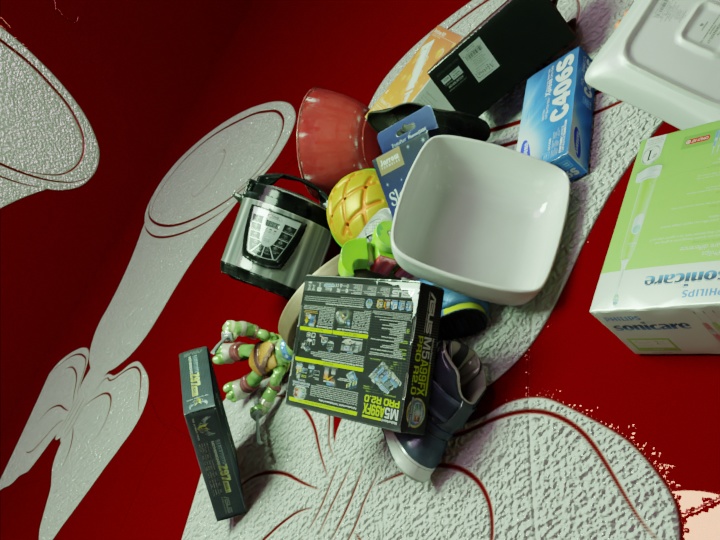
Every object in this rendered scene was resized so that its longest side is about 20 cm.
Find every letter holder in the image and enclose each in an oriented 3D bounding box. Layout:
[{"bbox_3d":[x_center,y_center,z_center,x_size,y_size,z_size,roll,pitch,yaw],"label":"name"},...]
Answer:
[{"bbox_3d":[0.213,-0.334,1.220,0.199,0.101,0.143,-36,11,28],"label":"letter holder"}]

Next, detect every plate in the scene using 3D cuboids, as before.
[{"bbox_3d":[0.367,-0.247,0.862,0.198,0.032,0.202,34,89,27],"label":"plate"}]

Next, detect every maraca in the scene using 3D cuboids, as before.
[{"bbox_3d":[0.020,-0.088,1.297,0.199,0.106,0.140,29,96,45],"label":"maraca"}]

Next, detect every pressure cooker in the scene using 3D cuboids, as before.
[{"bbox_3d":[-0.136,-0.062,1.405,0.177,0.174,0.204,16,84,49],"label":"pressure cooker"}]

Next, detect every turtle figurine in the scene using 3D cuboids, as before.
[{"bbox_3d":[-0.191,0.159,1.304,0.193,0.144,0.202,-26,27,55],"label":"turtle figurine"}]

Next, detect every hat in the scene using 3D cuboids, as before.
[{"bbox_3d":[0.096,-0.182,1.224,0.199,0.197,0.083,-1,79,57],"label":"hat"}]

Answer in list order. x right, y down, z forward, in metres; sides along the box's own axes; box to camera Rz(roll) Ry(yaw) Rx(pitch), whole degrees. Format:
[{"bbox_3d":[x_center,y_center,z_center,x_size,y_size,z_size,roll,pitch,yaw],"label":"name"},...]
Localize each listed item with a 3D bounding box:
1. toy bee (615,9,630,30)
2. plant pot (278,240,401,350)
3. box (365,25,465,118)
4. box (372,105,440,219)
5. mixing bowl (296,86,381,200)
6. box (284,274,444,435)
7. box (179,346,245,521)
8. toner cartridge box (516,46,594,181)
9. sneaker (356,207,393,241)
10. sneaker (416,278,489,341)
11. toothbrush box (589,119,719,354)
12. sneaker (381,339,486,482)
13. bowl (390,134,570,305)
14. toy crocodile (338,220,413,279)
[{"bbox_3d":[0.353,-0.285,0.944,0.132,0.107,0.202,-58,8,36],"label":"toy bee"},{"bbox_3d":[-0.008,0.062,1.129,0.201,0.200,0.093,-47,67,14],"label":"plant pot"},{"bbox_3d":[0.117,-0.289,1.369,0.201,0.097,0.125,-50,27,9],"label":"box"},{"bbox_3d":[0.084,-0.112,1.142,0.032,0.204,0.120,-19,-1,-42],"label":"box"},{"bbox_3d":[-0.026,-0.229,1.469,0.106,0.202,0.203,1,53,21],"label":"mixing bowl"},{"bbox_3d":[0.000,0.092,0.953,0.197,0.044,0.165,2,81,46],"label":"box"},{"bbox_3d":[-0.221,0.241,1.220,0.050,0.204,0.158,-14,28,-7],"label":"box"},{"bbox_3d":[0.259,-0.197,1.089,0.094,0.043,0.203,-29,37,45],"label":"toner cartridge box"},{"bbox_3d":[0.000,0.000,1.217,0.202,0.074,0.082,-60,-19,21],"label":"sneaker"},{"bbox_3d":[0.067,0.050,1.039,0.195,0.066,0.080,-13,48,16],"label":"sneaker"},{"bbox_3d":[0.316,-0.032,0.758,0.144,0.086,0.203,-10,50,54],"label":"toothbrush box"},{"bbox_3d":[0.070,0.127,0.974,0.148,0.076,0.203,-59,34,17],"label":"sneaker"},{"bbox_3d":[0.142,-0.054,0.994,0.075,0.195,0.203,93,-163,-58],"label":"bowl"},{"bbox_3d":[0.064,-0.017,1.051,0.068,0.195,0.063,127,140,-53],"label":"toy crocodile"}]
